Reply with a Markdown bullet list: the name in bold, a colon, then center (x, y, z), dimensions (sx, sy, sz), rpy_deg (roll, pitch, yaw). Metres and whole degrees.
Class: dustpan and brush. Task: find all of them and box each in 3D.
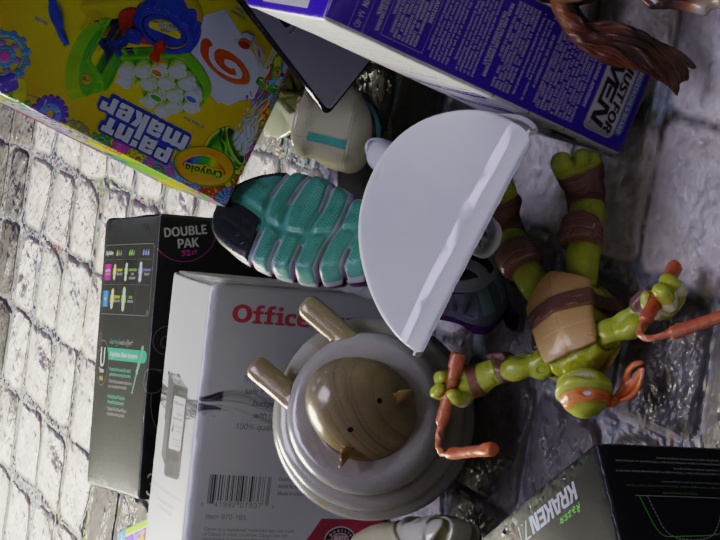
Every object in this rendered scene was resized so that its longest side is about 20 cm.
- **dustpan and brush**: center (0.034, -0.044, 1.143), dimensions (0.200, 0.057, 0.140), rpy_deg (41, 107, 52)

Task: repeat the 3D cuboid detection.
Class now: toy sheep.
- **toy sheep**: center (0.007, 0.090, 1.237), dimensions (0.200, 0.138, 0.138), rpy_deg (36, -126, -74)

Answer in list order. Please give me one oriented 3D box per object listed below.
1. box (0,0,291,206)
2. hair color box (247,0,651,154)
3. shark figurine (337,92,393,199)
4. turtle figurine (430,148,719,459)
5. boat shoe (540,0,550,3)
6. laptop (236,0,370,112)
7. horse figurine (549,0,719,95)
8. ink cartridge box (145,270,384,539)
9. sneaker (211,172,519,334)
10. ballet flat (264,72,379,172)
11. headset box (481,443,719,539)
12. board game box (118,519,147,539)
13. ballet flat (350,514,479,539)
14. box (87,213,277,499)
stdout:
- **box**: center (-0.146, -0.173, 1.255), dimensions (0.122, 0.200, 0.193), rpy_deg (21, 84, 62)
- **hair color box**: center (0.051, -0.132, 1.112), dimensions (0.109, 0.200, 0.065), rpy_deg (24, 91, 62)
- **shark figurine**: center (0.011, -0.034, 1.312), dimensions (0.214, 0.089, 0.128), rpy_deg (-141, 59, -62)
- **turtle figurine**: center (0.121, 0.016, 1.098), dimensions (0.200, 0.064, 0.162), rpy_deg (-29, 53, 30)
- **boat shoe**: center (0.118, -0.253, 1.151), dimensions (0.066, 0.074, 0.200), rpy_deg (-145, 69, -79)
- **laptop**: center (0.005, -0.233, 1.186), dimensions (0.116, 0.200, 0.187), rpy_deg (-6, 40, 50)
- **horse figurine**: center (0.136, -0.194, 1.062), dimensions (0.132, 0.050, 0.200), rpy_deg (1, 86, 21)
- **ink cartridge box**: center (-0.057, 0.104, 1.353), dimensions (0.083, 0.145, 0.200), rpy_deg (-165, 81, -66)
- **sneaker**: center (0.000, 0.000, 1.235), dimensions (0.200, 0.088, 0.074), rpy_deg (14, 59, 32)
- **ballet flat**: center (-0.041, -0.112, 1.329), dimensions (0.200, 0.069, 0.070), rpy_deg (-133, 53, -70)
- **headset box**: center (0.134, 0.214, 1.007), dimensions (0.174, 0.093, 0.200), rpy_deg (-49, 44, 50)
- **board game box**: center (-0.150, 0.299, 1.618), dimensions (0.134, 0.045, 0.200), rpy_deg (-32, 57, 58)
- **ballet flat**: center (0.061, 0.184, 1.197), dimensions (0.200, 0.069, 0.070), rpy_deg (37, 118, 53)
- **box**: center (-0.106, 0.064, 1.455), dimensions (0.124, 0.148, 0.200), rpy_deg (-1, 84, 65)
